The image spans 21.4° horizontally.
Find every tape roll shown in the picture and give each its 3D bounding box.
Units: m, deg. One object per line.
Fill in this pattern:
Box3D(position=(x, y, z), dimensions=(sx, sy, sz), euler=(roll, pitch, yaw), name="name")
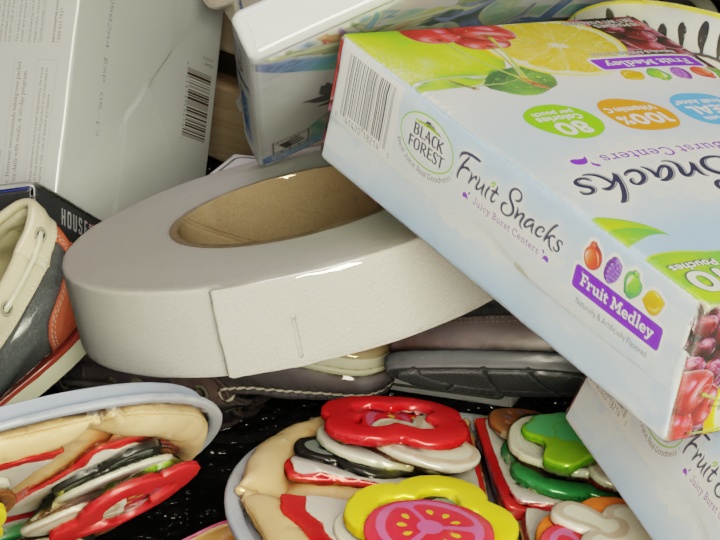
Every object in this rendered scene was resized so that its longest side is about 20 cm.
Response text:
Box3D(position=(-0.023, -0.011, 0.778), dimensions=(0.201, 0.037, 0.203), euler=(-11, 16, 3), name="tape roll")

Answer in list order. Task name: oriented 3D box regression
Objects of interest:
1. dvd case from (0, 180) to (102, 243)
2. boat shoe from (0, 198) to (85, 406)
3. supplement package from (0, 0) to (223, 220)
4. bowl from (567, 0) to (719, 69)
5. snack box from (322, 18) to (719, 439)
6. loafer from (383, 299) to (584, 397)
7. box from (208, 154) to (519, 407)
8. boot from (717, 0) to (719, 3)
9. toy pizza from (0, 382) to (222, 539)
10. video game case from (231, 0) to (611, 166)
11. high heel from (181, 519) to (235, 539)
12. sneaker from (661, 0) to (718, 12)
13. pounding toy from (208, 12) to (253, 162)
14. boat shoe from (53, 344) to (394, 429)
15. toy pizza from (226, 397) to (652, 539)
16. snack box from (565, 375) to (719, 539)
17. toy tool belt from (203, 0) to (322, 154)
Box3D(position=(-0.219, -0.006, 0.916), dimensions=(0.198, 0.025, 0.150), euler=(-5, -11, 13), name="dvd case")
Box3D(position=(-0.188, 0.056, 0.787), dimensions=(0.071, 0.063, 0.200), euler=(26, 64, 41), name="boat shoe")
Box3D(position=(-0.197, -0.101, 1.007), dimensions=(0.198, 0.153, 0.150), euler=(5, -4, 24), name="supplement package")
Box3D(position=(0.155, -0.020, 0.826), dimensions=(0.200, 0.201, 0.095), euler=(18, 73, 41), name="bowl")
Box3D(position=(0.098, -0.025, 0.656), dimensions=(0.141, 0.053, 0.200), euler=(-9, 34, -32), name="snack box")
Box3D(position=(0.108, 0.016, 0.757), dimensions=(0.198, 0.064, 0.072), euler=(-1, -13, 14), name="loafer")
Box3D(position=(0.000, 0.000, 0.911), dimensions=(0.198, 0.061, 0.117), euler=(7, 29, 27), name="box")
Box3D(position=(0.246, -0.117, 0.993), dimensions=(0.197, 0.074, 0.163), euler=(31, 33, 3), name="boot")
Box3D(position=(-0.141, 0.093, 0.683), dimensions=(0.199, 0.032, 0.200), euler=(-20, -15, -6), name="toy pizza")
Box3D(position=(0.044, -0.108, 0.767), dimensions=(0.199, 0.022, 0.182), euler=(-24, -7, -5), name="video game case")
Box3D(position=(-0.076, 0.104, 0.676), dimensions=(0.199, 0.097, 0.067), euler=(-24, 30, -30), name="high heel")
Box3D(position=(0.149, -0.099, 1.054), dimensions=(0.105, 0.075, 0.200), euler=(-5, 27, 0), name="sneaker")
Box3D(position=(-0.049, -0.154, 1.144), dimensions=(0.183, 0.143, 0.199), euler=(-24, 30, -31), name="pounding toy")
Box3D(position=(-0.064, 0.038, 0.846), dimensions=(0.198, 0.065, 0.072), euler=(7, 19, 32), name="boat shoe")
Box3D(position=(0.051, 0.085, 0.688), dimensions=(0.198, 0.032, 0.200), euler=(7, 18, -2), name="toy pizza")
Box3D(position=(0.166, 0.092, 0.620), dimensions=(0.141, 0.053, 0.200), euler=(18, 19, -21), name="snack box")
Box3D(position=(0.005, -0.117, 0.960), dimensions=(0.125, 0.122, 0.201), euler=(-44, 40, 22), name="toy tool belt")
